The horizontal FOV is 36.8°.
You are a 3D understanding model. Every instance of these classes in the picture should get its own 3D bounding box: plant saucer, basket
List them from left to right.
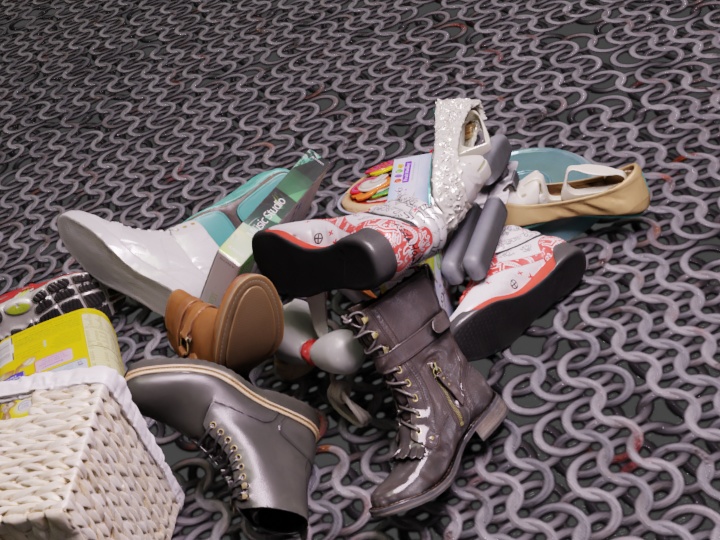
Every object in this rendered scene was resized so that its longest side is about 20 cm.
[{"bbox_3d":[-0.288,0.214,0.959,0.198,0.200,0.161,-10,39,10],"label":"basket"},{"bbox_3d":[0.201,-0.094,1.311,0.200,0.027,0.200,-11,38,8],"label":"plant saucer"}]

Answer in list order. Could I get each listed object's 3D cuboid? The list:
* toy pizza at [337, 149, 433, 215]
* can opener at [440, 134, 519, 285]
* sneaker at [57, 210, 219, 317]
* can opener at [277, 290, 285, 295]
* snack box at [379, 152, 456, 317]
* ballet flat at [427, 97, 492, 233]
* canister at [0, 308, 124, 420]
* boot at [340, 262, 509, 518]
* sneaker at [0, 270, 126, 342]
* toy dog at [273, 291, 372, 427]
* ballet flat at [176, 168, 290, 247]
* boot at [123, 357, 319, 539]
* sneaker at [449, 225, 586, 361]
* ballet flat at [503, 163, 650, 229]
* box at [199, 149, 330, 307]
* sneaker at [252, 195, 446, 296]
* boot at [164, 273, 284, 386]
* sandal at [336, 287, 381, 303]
[{"bbox_3d":[0.064,-0.117,1.342,0.200,0.032,0.200,-16,19,6],"label":"toy pizza"},{"bbox_3d":[0.127,-0.066,1.170,0.053,0.066,0.200,-14,38,33],"label":"can opener"},{"bbox_3d":[-0.255,-0.027,1.301,0.200,0.074,0.116,33,46,9],"label":"sneaker"},{"bbox_3d":[-0.020,-0.018,1.276,0.200,0.063,0.079,-15,9,-13],"label":"can opener"},{"bbox_3d":[0.065,-0.011,1.158,0.053,0.142,0.200,-6,38,15],"label":"snack box"},{"bbox_3d":[0.106,-0.121,1.148,0.072,0.072,0.200,-7,45,13],"label":"ballet flat"},{"bbox_3d":[-0.320,0.137,1.165,0.148,0.087,0.200,-22,35,-7],"label":"canister"},{"bbox_3d":[0.036,0.107,0.987,0.200,0.174,0.069,-41,11,-37],"label":"boot"},{"bbox_3d":[-0.389,0.037,1.335,0.200,0.077,0.085,-16,26,-4],"label":"sneaker"},{"bbox_3d":[-0.038,0.061,1.109,0.096,0.132,0.200,-42,43,-21],"label":"toy dog"},{"bbox_3d":[-0.165,-0.063,1.387,0.200,0.067,0.070,-34,11,-10],"label":"ballet flat"},{"bbox_3d":[-0.130,0.165,0.999,0.200,0.078,0.138,16,39,-15],"label":"boot"},{"bbox_3d":[0.137,0.020,1.156,0.201,0.067,0.108,-33,38,-26],"label":"sneaker"},{"bbox_3d":[0.222,-0.088,1.219,0.200,0.063,0.069,-6,31,14],"label":"ballet flat"},{"bbox_3d":[-0.116,-0.036,1.267,0.036,0.144,0.200,33,51,3],"label":"box"},{"bbox_3d":[-0.009,-0.025,1.028,0.108,0.067,0.201,-27,17,-35],"label":"sneaker"},{"bbox_3d":[-0.146,0.057,1.109,0.077,0.200,0.155,-19,42,-26],"label":"boot"},{"bbox_3d":[0.007,0.005,1.153,0.059,0.079,0.207,-52,5,1],"label":"sandal"}]
